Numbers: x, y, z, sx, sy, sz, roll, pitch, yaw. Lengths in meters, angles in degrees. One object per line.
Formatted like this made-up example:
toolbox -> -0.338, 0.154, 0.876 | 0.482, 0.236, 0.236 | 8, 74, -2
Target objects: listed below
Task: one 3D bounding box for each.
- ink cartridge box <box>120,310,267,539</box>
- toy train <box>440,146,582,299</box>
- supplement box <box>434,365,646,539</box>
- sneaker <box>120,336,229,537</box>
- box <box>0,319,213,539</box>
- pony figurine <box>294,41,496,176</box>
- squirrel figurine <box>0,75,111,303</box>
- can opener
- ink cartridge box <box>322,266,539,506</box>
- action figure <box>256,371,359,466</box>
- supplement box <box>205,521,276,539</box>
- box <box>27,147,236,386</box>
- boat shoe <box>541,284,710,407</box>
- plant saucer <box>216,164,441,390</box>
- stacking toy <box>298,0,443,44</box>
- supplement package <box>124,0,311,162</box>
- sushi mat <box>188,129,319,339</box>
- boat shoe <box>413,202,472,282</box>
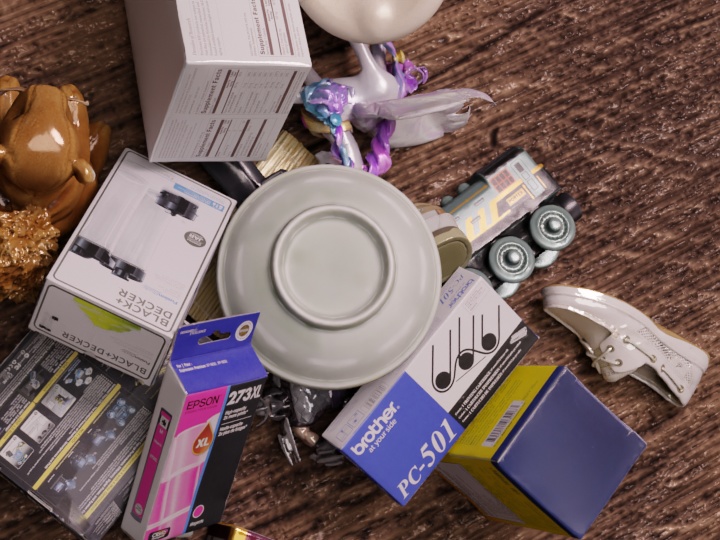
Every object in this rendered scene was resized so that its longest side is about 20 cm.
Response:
ink cartridge box -> -0.134, 0.133, 1.333 | 0.094, 0.037, 0.201 | -10, 124, -48
toy train -> 0.118, -0.029, 1.536 | 0.199, 0.085, 0.114 | -37, 81, -16
supplement box -> 0.151, 0.162, 1.468 | 0.109, 0.200, 0.110 | 42, 74, -13
sneaker -> -0.144, 0.147, 1.438 | 0.087, 0.074, 0.201 | 38, 79, -29
box -> -0.229, 0.109, 1.373 | 0.161, 0.049, 0.200 | 33, 72, 18
pony figurine -> 0.010, -0.162, 1.478 | 0.192, 0.167, 0.201 | -21, 84, -5
squirrel figurine -> -0.277, -0.064, 1.330 | 0.140, 0.186, 0.202 | 16, 81, -19
can opener -> -0.109, -0.088, 1.455 | 0.079, 0.063, 0.200 | -44, 87, 9
ink cartridge box -> 0.065, 0.105, 1.449 | 0.094, 0.044, 0.200 | 44, 82, -29
action figure -> -0.012, 0.108, 1.483 | 0.198, 0.069, 0.131 | -11, 95, -18
supplement box -> -0.054, 0.312, 1.442 | 0.199, 0.086, 0.111 | 24, 78, -17
box -> -0.189, -0.007, 1.358 | 0.116, 0.060, 0.201 | 27, 38, -4
boat shoe -> 0.259, 0.077, 1.584 | 0.199, 0.071, 0.070 | 27, 76, -18
plant saucer -> -0.025, 0.000, 1.379 | 0.198, 0.050, 0.202 | 1, 77, -6
stacking toy -> 0.021, -0.290, 1.422 | 0.145, 0.200, 0.147 | 3, 109, 9
supplement package -> -0.130, -0.218, 1.380 | 0.110, 0.156, 0.202 | -1, 63, -21
sushi mat -> -0.091, -0.028, 1.490 | 0.096, 0.012, 0.201 | 39, 74, -13
boat shoe -> 0.000, 0.000, 1.457 | 0.199, 0.069, 0.075 | -21, 137, -14
